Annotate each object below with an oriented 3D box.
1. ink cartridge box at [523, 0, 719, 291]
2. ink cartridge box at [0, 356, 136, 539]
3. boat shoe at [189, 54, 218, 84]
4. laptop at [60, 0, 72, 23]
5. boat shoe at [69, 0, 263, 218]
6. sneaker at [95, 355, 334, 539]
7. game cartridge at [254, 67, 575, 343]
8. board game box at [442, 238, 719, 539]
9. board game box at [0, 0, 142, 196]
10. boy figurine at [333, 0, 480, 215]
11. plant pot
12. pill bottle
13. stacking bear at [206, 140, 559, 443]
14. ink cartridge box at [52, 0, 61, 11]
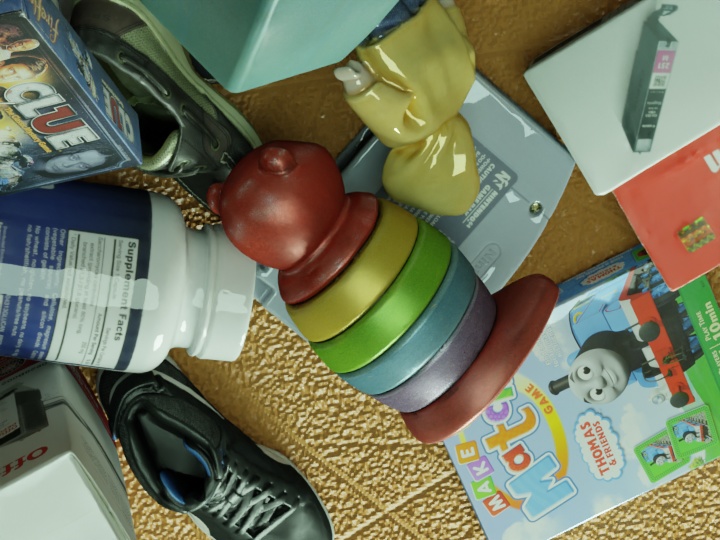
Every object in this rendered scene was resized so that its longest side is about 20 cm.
[{"bbox_3d":[0.228,-0.102,1.655,0.199,0.044,0.174,-31,97,15],"label":"ink cartridge box"},{"bbox_3d":[-0.221,0.133,1.608,0.146,0.200,0.083,-28,112,0],"label":"ink cartridge box"},{"bbox_3d":[-0.109,-0.169,1.563,0.072,0.063,0.201,-16,139,4],"label":"boat shoe"},{"bbox_3d":[-0.097,-0.232,1.551,0.186,0.116,0.202,-6,110,-8],"label":"laptop"},{"bbox_3d":[-0.119,-0.087,1.593,0.071,0.066,0.201,0,142,32],"label":"boat shoe"},{"bbox_3d":[-0.089,0.139,1.682,0.073,0.112,0.200,-44,111,7],"label":"sneaker"},{"bbox_3d":[0.035,-0.027,1.690,0.133,0.042,0.200,38,98,-24],"label":"game cartridge"},{"bbox_3d":[0.148,0.082,1.748,0.199,0.037,0.152,-26,112,0],"label":"board game box"},{"bbox_3d":[-0.212,-0.097,1.458,0.134,0.035,0.200,-12,156,10],"label":"board game box"},{"bbox_3d":[0.026,-0.126,1.594,0.064,0.124,0.201,2,126,34],"label":"boy figurine"},{"bbox_3d":[-0.037,-0.207,1.445,0.141,0.141,0.201,-21,146,-40],"label":"plant pot"},{"bbox_3d":[-0.167,0.002,1.621,0.198,0.111,0.112,8,107,-13],"label":"pill bottle"},{"bbox_3d":[0.000,0.000,1.602,0.200,0.114,0.121,41,141,-17],"label":"stacking bear"},{"bbox_3d":[-0.241,-0.139,1.506,0.145,0.200,0.087,-7,69,-4],"label":"ink cartridge box"}]
